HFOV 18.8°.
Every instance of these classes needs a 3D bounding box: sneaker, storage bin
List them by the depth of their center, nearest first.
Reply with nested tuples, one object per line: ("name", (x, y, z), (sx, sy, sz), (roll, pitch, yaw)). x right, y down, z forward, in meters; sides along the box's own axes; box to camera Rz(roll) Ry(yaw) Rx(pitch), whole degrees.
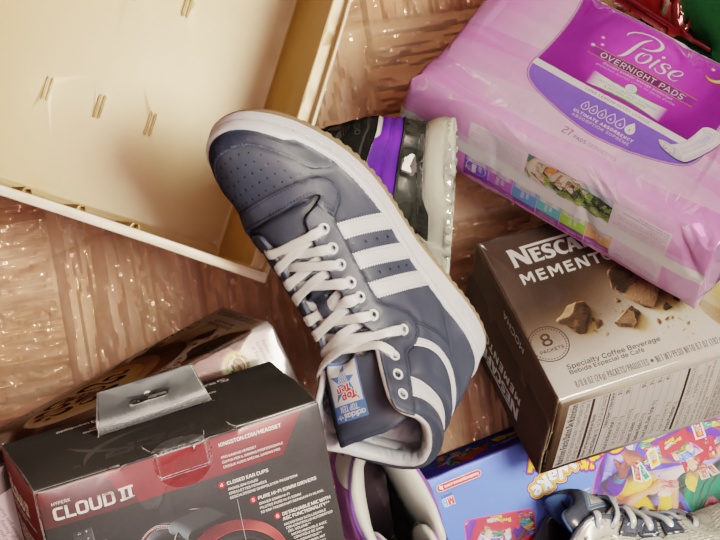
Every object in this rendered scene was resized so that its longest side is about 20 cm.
("sneaker", (-0.014, 0.015, 1.099), (0.200, 0.070, 0.109), (47, 41, -24))
("storage bin", (-0.123, -0.120, 1.164), (0.199, 0.094, 0.199), (18, 88, -16))
("sneaker", (0.000, -0.001, 1.201), (0.099, 0.070, 0.201), (4, 122, 2))
("sneaker", (0.019, 0.184, 1.209), (0.072, 0.114, 0.201), (-21, 99, -16))
("sneaker", (0.145, 0.158, 1.218), (0.199, 0.077, 0.085), (-22, 94, -14))

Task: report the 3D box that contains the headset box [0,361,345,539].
("headset box", (-0.085, 0.146, 1.081), (0.148, 0.075, 0.201), (-17, 110, -17))

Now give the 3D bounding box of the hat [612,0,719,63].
("hat", (0.175, -0.140, 1.272), (0.176, 0.166, 0.201), (-14, 89, 19))

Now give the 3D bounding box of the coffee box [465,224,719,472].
("coffee box", (0.172, 0.023, 1.230), (0.199, 0.080, 0.113), (-16, 57, -15))

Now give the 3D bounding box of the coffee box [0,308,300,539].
("coffee box", (-0.131, 0.102, 1.162), (0.200, 0.113, 0.080), (-29, 100, -14))

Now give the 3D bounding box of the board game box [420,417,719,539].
("board game box", (0.141, 0.147, 1.277), (0.199, 0.045, 0.135), (-20, 98, -14))

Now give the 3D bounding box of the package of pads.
("package of pads", (0.134, -0.080, 1.195), (0.200, 0.076, 0.121), (30, 60, 15))
